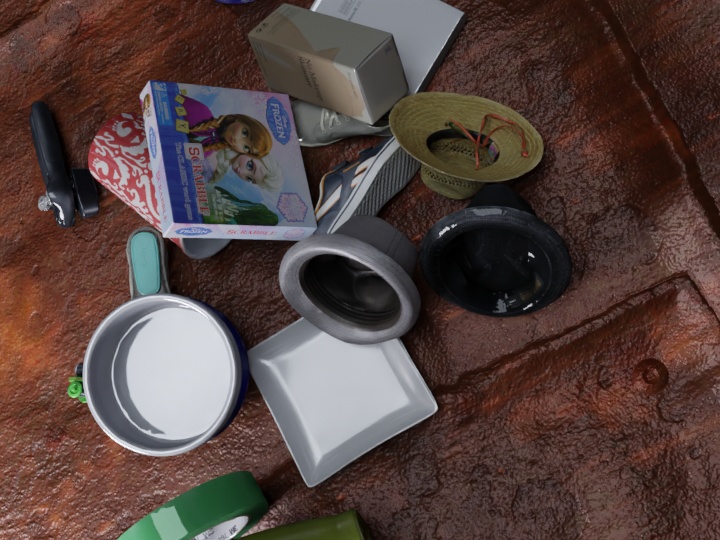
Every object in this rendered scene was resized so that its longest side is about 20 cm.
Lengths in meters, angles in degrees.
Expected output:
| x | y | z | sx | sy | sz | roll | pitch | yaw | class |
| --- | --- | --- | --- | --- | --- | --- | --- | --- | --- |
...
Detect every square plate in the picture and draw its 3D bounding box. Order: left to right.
| x | y | z | sx | sy | sz | roll | pitch | yaw | class |
| --- | --- | --- | --- | --- | --- | --- | --- | --- | --- |
| -0.026 | 0.143 | 1.430 | 0.199 | 0.028 | 0.199 | -32 | 73 | 10 | square plate |

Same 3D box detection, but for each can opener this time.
| x | y | z | sx | sy | sz | roll | pitch | yaw | class |
| --- | --- | --- | --- | --- | --- | --- | --- | --- | --- |
| -0.442 | -0.152 | 1.611 | 0.063 | 0.078 | 0.201 | -49 | 60 | 46 | can opener |

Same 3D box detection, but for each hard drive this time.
| x | y | z | sx | sy | sz | roll | pitch | yaw | class |
| --- | --- | --- | --- | --- | --- | --- | --- | --- | --- |
| 0.026 | -0.327 | 1.498 | 0.199 | 0.026 | 0.132 | 32 | 91 | 20 | hard drive |

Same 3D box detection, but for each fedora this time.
| x | y | z | sx | sy | sz | roll | pitch | yaw | class |
| --- | --- | --- | --- | --- | --- | --- | --- | --- | --- |
| 0.000 | 0.000 | 1.362 | 0.176 | 0.200 | 0.091 | 34 | 57 | -6 | fedora |
| 0.163 | -0.033 | 1.335 | 0.199 | 0.201 | 0.092 | -4 | 50 | 17 | fedora |

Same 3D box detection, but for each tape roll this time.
| x | y | z | sx | sy | sz | roll | pitch | yaw | class |
| --- | --- | --- | --- | --- | --- | --- | --- | --- | --- |
| -0.209 | 0.320 | 1.366 | 0.200 | 0.200 | 0.048 | -35 | 72 | 9 | tape roll |

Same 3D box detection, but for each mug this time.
| x | y | z | sx | sy | sz | roll | pitch | yaw | class |
| --- | --- | --- | --- | --- | --- | --- | --- | --- | --- |
| -0.249 | -0.128 | 1.520 | 0.199 | 0.177 | 0.134 | 32 | 128 | 24 | mug |

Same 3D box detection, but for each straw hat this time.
| x | y | z | sx | sy | sz | roll | pitch | yaw | class |
| --- | --- | --- | --- | --- | --- | --- | --- | --- | --- |
| 0.124 | -0.136 | 1.392 | 0.201 | 0.201 | 0.085 | 34 | 134 | 20 | straw hat |

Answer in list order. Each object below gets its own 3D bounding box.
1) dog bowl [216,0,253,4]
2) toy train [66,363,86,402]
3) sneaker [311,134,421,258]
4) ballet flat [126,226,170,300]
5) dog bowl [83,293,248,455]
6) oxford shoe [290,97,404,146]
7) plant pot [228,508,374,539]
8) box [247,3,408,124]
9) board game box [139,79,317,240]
| x | y | z | sx | sy | sz | roll | pitch | yaw | class |
| --- | --- | --- | --- | --- | --- | --- | --- | --- | --- |
| -0.178 | -0.481 | 1.564 | 0.199 | 0.079 | 0.202 | -3 | 80 | 18 | dog bowl |
| -0.309 | 0.151 | 1.516 | 0.199 | 0.042 | 0.057 | 0 | 70 | 18 | toy train |
| 0.002 | -0.117 | 1.441 | 0.079 | 0.078 | 0.200 | 37 | 85 | 33 | sneaker |
| -0.281 | 0.041 | 1.515 | 0.067 | 0.064 | 0.202 | -3 | 84 | 1 | ballet flat |
| -0.245 | 0.131 | 1.422 | 0.198 | 0.079 | 0.202 | 0 | 86 | 7 | dog bowl |
| -0.026 | -0.207 | 1.478 | 0.199 | 0.058 | 0.076 | -1 | 82 | 19 | oxford shoe |
| -0.064 | 0.383 | 1.327 | 0.192 | 0.200 | 0.201 | -25 | 73 | 0 | plant pot |
| -0.042 | -0.268 | 1.436 | 0.199 | 0.095 | 0.078 | 25 | 59 | 39 | box |
| -0.166 | -0.137 | 1.408 | 0.041 | 0.198 | 0.201 | -39 | 58 | 50 | board game box |
